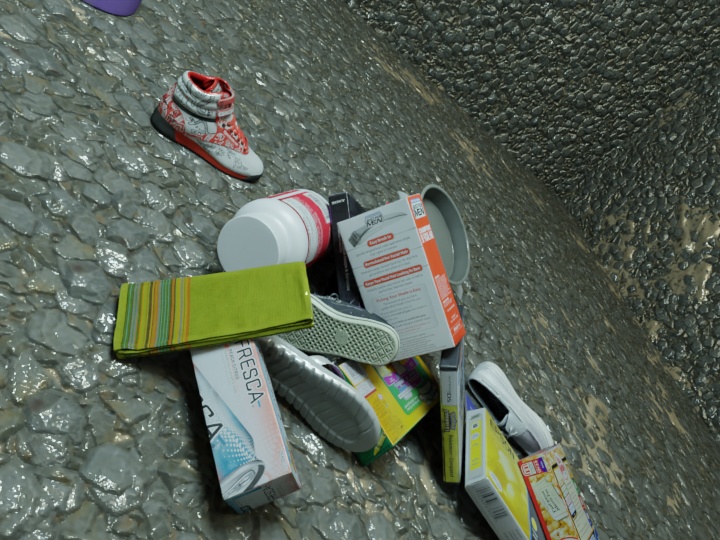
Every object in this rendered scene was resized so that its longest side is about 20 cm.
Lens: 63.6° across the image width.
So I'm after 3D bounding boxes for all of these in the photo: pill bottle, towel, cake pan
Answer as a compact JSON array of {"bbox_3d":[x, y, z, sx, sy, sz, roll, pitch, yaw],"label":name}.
[{"bbox_3d":[-0.110,-0.046,0.793,0.113,0.112,0.200,48,20,1],"label":"pill bottle"},{"bbox_3d":[-0.150,0.035,0.598,0.196,0.018,0.087,-8,55,-7],"label":"towel"},{"bbox_3d":[0.154,-0.066,1.139,0.199,0.036,0.204,28,55,-47],"label":"cake pan"}]

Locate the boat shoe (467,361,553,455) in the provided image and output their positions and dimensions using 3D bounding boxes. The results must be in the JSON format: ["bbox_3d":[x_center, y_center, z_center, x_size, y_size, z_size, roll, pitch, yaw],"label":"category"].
[{"bbox_3d":[0.263,0.258,1.032,0.068,0.072,0.202,-27,83,-41],"label":"boat shoe"}]

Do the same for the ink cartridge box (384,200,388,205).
[{"bbox_3d":[0.103,-0.036,1.152,0.202,0.044,0.177,57,24,-16],"label":"ink cartridge box"}]

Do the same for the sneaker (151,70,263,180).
[{"bbox_3d":[-0.211,-0.224,0.905,0.200,0.108,0.068,28,32,-36],"label":"sneaker"}]

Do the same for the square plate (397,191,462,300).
[{"bbox_3d":[0.156,-0.060,1.259,0.198,0.028,0.201,50,16,-37],"label":"square plate"}]

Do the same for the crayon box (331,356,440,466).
[{"bbox_3d":[0.033,0.168,0.804,0.119,0.058,0.199,54,26,11],"label":"crayon box"}]

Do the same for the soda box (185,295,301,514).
[{"bbox_3d":[-0.122,0.129,0.586,0.064,0.067,0.202,83,-15,-56],"label":"soda box"}]

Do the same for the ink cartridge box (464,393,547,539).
[{"bbox_3d":[0.219,0.311,0.867,0.199,0.047,0.201,55,26,-16],"label":"ink cartridge box"}]

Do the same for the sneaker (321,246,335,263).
[{"bbox_3d":[-0.024,-0.040,0.987,0.080,0.074,0.199,57,27,7],"label":"sneaker"}]

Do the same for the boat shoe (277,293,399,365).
[{"bbox_3d":[-0.043,0.070,0.755,0.197,0.076,0.062,16,10,7],"label":"boat shoe"}]

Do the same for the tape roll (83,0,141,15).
[{"bbox_3d":[-0.462,-0.535,0.993,0.199,0.066,0.202,37,29,-24],"label":"tape roll"}]

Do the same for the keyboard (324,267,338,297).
[{"bbox_3d":[0.023,0.068,0.969,0.199,0.039,0.105,41,50,-19],"label":"keyboard"}]

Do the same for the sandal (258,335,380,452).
[{"bbox_3d":[-0.051,0.135,0.692,0.202,0.082,0.050,43,30,-9],"label":"sandal"}]

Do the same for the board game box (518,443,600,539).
[{"bbox_3d":[0.318,0.380,0.899,0.151,0.046,0.203,20,48,-60],"label":"board game box"}]

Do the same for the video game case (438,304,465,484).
[{"bbox_3d":[0.139,0.174,0.858,0.200,0.025,0.184,-58,145,-66],"label":"video game case"}]

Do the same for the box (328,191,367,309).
[{"bbox_3d":[0.000,0.000,0.875,0.143,0.035,0.204,33,47,-69],"label":"box"}]

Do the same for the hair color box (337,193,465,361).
[{"bbox_3d":[0.056,0.011,0.786,0.064,0.109,0.203,-26,99,-63],"label":"hair color box"}]
